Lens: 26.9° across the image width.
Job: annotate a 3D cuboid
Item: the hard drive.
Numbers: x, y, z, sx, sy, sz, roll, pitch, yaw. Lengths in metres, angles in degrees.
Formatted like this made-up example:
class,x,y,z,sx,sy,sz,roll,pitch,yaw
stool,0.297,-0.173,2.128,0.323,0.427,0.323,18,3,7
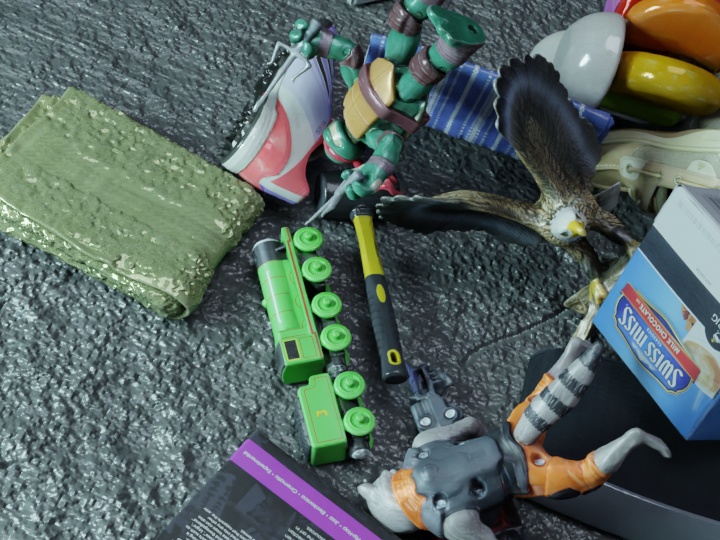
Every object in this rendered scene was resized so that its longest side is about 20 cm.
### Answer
class,x,y,z,sx,sy,sz,roll,pitch,yaw
hard drive,0.211,0.133,1.093,0.200,0.042,0.135,20,50,-1

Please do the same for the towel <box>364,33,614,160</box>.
class,x,y,z,sx,sy,sz,roll,pitch,yaw
towel,0.094,-0.128,1.209,0.200,0.145,0.024,19,76,-1

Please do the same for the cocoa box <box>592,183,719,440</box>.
class,x,y,z,sx,sy,sz,roll,pitch,yaw
cocoa box,0.300,0.035,1.096,0.200,0.131,0.133,4,38,-36

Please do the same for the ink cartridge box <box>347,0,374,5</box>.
class,x,y,z,sx,sy,sz,roll,pitch,yaw
ink cartridge box,0.011,-0.349,1.387,0.146,0.084,0.200,-17,59,-28

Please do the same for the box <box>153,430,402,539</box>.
class,x,y,z,sx,sy,sz,roll,pitch,yaw
box,-0.072,0.211,0.950,0.143,0.036,0.200,36,50,11

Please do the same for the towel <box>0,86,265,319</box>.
class,x,y,z,sx,sy,sz,roll,pitch,yaw
towel,-0.184,-0.053,1.126,0.200,0.037,0.148,27,49,6

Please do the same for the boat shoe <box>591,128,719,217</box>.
class,x,y,z,sx,sy,sz,roll,pitch,yaw
boat shoe,0.242,-0.072,1.197,0.072,0.200,0.065,20,81,-33

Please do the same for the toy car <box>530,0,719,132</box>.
class,x,y,z,sx,sy,sz,roll,pitch,yaw
toy car,0.242,-0.181,1.247,0.175,0.200,0.150,16,86,-10

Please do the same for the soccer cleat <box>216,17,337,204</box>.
class,x,y,z,sx,sy,sz,roll,pitch,yaw
soccer cleat,-0.050,-0.130,1.215,0.073,0.068,0.200,38,41,-14

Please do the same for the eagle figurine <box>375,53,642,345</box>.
class,x,y,z,sx,sy,sz,roll,pitch,yaw
eagle figurine,0.133,-0.052,1.120,0.200,0.151,0.152,37,64,-10

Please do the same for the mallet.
class,x,y,z,sx,sy,sz,roll,pitch,yaw
mallet,0.000,0.000,1.130,0.066,0.041,0.200,6,49,-10

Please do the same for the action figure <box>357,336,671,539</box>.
class,x,y,z,sx,sy,sz,roll,pitch,yaw
action figure,0.083,0.109,1.016,0.193,0.105,0.200,-31,52,1

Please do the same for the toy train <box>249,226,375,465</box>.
class,x,y,z,sx,sy,sz,roll,pitch,yaw
toy train,-0.036,0.051,1.087,0.056,0.042,0.200,-10,56,-11

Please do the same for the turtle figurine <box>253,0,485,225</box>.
class,x,y,z,sx,sy,sz,roll,pitch,yaw
turtle figurine,0.007,-0.133,1.112,0.101,0.200,0.150,-7,57,-48
